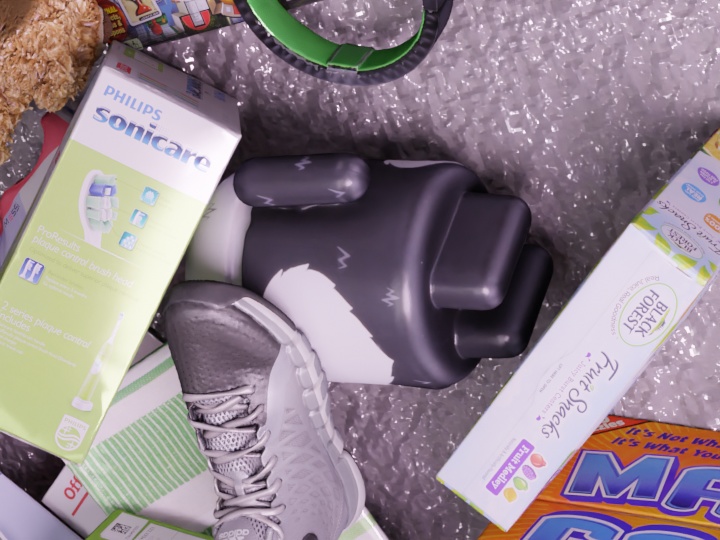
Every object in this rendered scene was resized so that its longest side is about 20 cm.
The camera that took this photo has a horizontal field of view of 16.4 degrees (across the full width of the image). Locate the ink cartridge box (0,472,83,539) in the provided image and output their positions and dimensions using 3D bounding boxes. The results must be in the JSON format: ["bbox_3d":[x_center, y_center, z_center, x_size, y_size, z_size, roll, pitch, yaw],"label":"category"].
[{"bbox_3d":[-0.202,0.177,1.576,0.200,0.042,0.119,41,166,6],"label":"ink cartridge box"}]

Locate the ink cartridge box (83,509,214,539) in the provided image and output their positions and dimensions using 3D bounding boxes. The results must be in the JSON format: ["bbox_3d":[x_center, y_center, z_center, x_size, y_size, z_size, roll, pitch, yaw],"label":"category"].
[{"bbox_3d":[-0.075,0.240,1.440,0.199,0.076,0.148,14,117,18],"label":"ink cartridge box"}]

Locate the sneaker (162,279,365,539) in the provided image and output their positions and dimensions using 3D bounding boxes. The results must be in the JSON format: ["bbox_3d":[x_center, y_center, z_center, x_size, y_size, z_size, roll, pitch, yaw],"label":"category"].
[{"bbox_3d":[-0.059,0.106,1.317,0.075,0.116,0.200,-4,134,29],"label":"sneaker"}]

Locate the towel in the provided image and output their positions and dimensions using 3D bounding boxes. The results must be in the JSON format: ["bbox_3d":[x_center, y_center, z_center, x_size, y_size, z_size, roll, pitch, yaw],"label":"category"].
[{"bbox_3d":[-0.079,0.138,1.454,0.152,0.023,0.200,-34,94,31],"label":"towel"}]

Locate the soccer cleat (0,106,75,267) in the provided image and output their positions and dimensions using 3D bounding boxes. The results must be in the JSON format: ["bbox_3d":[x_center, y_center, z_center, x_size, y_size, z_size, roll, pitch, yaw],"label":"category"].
[{"bbox_3d":[-0.197,-0.010,1.503,0.077,0.067,0.200,49,128,17],"label":"soccer cleat"}]

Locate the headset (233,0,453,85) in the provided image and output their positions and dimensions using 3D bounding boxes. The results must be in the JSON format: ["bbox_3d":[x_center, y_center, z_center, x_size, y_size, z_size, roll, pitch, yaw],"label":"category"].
[{"bbox_3d":[-0.012,-0.192,1.284,0.123,0.094,0.201,10,134,22],"label":"headset"}]

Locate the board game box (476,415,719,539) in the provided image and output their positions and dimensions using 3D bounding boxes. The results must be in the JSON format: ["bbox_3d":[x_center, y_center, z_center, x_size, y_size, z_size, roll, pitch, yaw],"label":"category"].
[{"bbox_3d":[0.176,0.220,1.331,0.199,0.200,0.201,7,119,25],"label":"board game box"}]

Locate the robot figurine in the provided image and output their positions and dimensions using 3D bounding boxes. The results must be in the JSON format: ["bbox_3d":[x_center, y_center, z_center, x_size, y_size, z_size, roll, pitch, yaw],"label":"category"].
[{"bbox_3d":[0.000,0.002,1.357,0.199,0.125,0.151,2,103,27],"label":"robot figurine"}]

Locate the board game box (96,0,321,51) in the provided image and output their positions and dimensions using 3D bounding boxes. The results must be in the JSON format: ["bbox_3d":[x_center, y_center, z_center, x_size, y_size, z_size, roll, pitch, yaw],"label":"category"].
[{"bbox_3d":[-0.074,-0.187,1.363,0.199,0.023,0.105,-12,107,32],"label":"board game box"}]

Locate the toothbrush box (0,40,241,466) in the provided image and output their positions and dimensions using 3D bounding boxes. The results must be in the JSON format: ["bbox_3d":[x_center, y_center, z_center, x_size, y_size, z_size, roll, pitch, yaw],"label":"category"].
[{"bbox_3d":[-0.144,-0.013,1.361,0.086,0.146,0.201,27,99,-8],"label":"toothbrush box"}]

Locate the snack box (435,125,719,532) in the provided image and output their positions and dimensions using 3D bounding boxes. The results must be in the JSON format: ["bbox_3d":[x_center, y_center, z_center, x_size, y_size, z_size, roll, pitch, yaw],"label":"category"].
[{"bbox_3d":[0.132,0.029,1.290,0.053,0.142,0.200,38,127,5],"label":"snack box"}]

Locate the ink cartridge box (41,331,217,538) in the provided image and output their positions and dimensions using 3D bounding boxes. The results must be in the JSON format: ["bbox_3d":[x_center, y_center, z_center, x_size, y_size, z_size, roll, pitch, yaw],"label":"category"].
[{"bbox_3d":[-0.114,0.131,1.524,0.200,0.067,0.116,39,127,5],"label":"ink cartridge box"}]

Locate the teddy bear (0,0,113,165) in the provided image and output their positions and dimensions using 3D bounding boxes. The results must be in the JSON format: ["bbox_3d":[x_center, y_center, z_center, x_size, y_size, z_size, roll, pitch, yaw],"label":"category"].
[{"bbox_3d":[-0.206,-0.126,1.414,0.067,0.145,0.200,24,141,-35],"label":"teddy bear"}]
